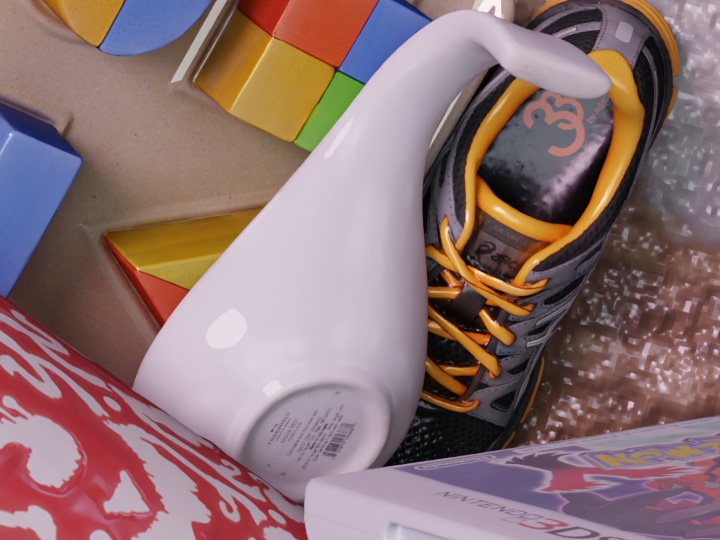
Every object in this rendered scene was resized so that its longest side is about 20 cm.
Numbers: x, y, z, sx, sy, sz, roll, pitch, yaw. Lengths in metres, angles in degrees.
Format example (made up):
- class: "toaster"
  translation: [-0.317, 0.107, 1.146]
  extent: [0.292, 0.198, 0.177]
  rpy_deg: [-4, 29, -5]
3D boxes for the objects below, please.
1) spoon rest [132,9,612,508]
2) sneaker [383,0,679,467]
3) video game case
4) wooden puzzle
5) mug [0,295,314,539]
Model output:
- class: "spoon rest"
  translation: [0.000, 0.000, 0.770]
  extent: [0.099, 0.061, 0.200]
  rpy_deg: [17, 120, -34]
- class: "sneaker"
  translation: [0.039, -0.002, 0.828]
  extent: [0.078, 0.077, 0.201]
  rpy_deg: [25, 102, 0]
- class: "video game case"
  translation: [0.113, 0.064, 0.677]
  extent: [0.199, 0.182, 0.023]
  rpy_deg: [-6, 97, -30]
- class: "wooden puzzle"
  translation: [-0.065, -0.045, 0.758]
  extent: [0.200, 0.046, 0.186]
  rpy_deg: [24, 102, -32]
- class: "mug"
  translation: [-0.071, 0.114, 0.708]
  extent: [0.200, 0.178, 0.133]
  rpy_deg: [41, 116, -20]
